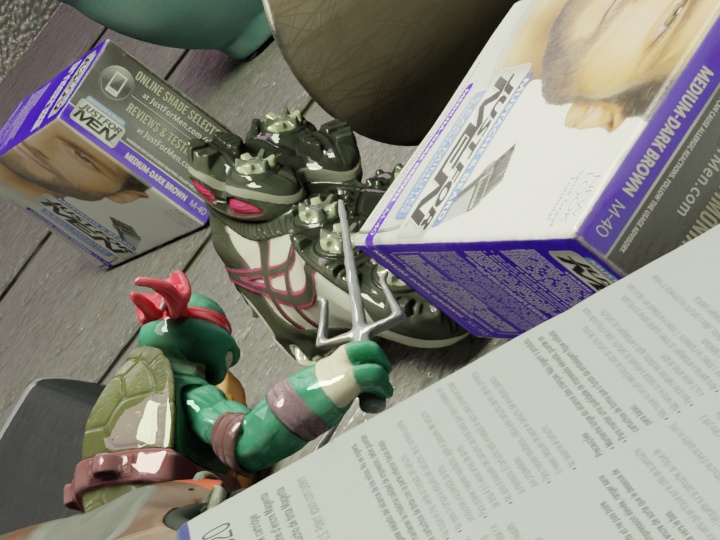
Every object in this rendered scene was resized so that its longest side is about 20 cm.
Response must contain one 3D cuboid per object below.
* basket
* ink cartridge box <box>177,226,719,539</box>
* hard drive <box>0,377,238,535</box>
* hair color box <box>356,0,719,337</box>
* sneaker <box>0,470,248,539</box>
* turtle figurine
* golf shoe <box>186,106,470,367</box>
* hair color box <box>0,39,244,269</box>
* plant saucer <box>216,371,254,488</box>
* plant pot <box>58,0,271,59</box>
[{"bbox_3d":[0.071,-0.169,1.029,0.200,0.136,0.180,-33,28,44],"label":"basket"},{"bbox_3d":[0.062,0.055,0.549,0.200,0.043,0.196,-30,16,0],"label":"ink cartridge box"},{"bbox_3d":[-0.125,0.140,0.958,0.135,0.042,0.200,15,80,54],"label":"hard drive"},{"bbox_3d":[0.079,-0.037,0.798,0.109,0.065,0.200,-56,16,-11],"label":"hair color box"},{"bbox_3d":[-0.061,0.099,0.732,0.082,0.077,0.200,-37,12,-19],"label":"sneaker"},{"bbox_3d":[-0.050,0.080,0.844,0.150,0.101,0.200,116,162,-66],"label":"turtle figurine"},{"bbox_3d":[0.000,0.000,0.995,0.077,0.088,0.200,-17,25,-21],"label":"golf shoe"},{"bbox_3d":[-0.155,-0.066,1.524,0.065,0.109,0.200,-59,15,-21],"label":"hair color box"},{"bbox_3d":[-0.107,0.130,1.072,0.200,0.037,0.200,-49,15,18],"label":"plant saucer"},{"bbox_3d":[-0.096,-0.224,1.653,0.200,0.134,0.200,-48,16,19],"label":"plant pot"}]
